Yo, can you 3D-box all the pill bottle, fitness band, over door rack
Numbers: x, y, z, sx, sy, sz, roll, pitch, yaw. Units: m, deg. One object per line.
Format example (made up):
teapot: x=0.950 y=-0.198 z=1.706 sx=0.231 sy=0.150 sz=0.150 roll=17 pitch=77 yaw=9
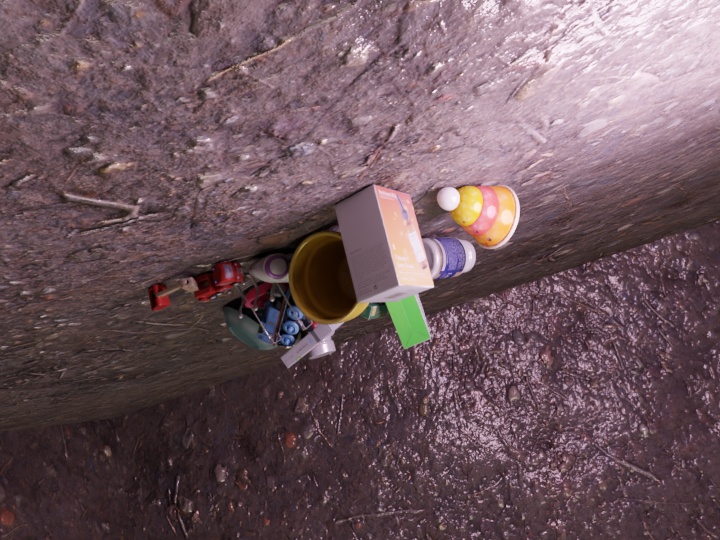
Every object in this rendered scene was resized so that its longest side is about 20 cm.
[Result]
pill bottle: x=0.238 y=-0.037 z=1.757 sx=0.196 sy=0.119 sz=0.114 roll=-5 pitch=164 yaw=-43
pill bottle: x=-0.143 y=0.163 z=1.903 sx=0.116 sy=0.206 sz=0.120 roll=-16 pitch=169 yaw=-3
fitness band: x=-0.247 y=0.066 z=1.737 sx=0.141 sy=0.039 sz=0.198 roll=-24 pitch=167 yaw=27
over door rack: x=-0.234 y=0.098 z=1.535 sx=0.145 sy=0.202 sz=0.067 roll=-24 pitch=-159 yaw=38

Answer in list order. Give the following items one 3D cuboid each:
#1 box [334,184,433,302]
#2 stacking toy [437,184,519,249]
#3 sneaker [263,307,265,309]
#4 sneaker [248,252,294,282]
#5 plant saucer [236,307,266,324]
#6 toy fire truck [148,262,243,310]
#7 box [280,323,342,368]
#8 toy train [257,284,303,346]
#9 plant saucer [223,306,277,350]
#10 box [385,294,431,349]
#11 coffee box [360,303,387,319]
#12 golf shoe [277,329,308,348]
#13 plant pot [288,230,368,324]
box: x=0.049 y=-0.049 z=1.233 sx=0.104 sy=0.207 sz=0.150 roll=-21 pitch=167 yaw=32
stacking toy: x=0.244 y=-0.140 z=1.364 sx=0.195 sy=0.151 sz=0.145 roll=14 pitch=153 yaw=-32
sneaker: x=-0.239 y=0.142 z=1.811 sx=0.083 sy=0.076 sz=0.199 roll=-34 pitch=-160 yaw=-16
sneaker: x=-0.178 y=-0.010 z=1.458 sx=0.098 sy=0.078 sz=0.197 roll=-7 pitch=173 yaw=41
plant saucer: x=-0.298 y=0.140 z=1.788 sx=0.197 sy=0.070 sz=0.019 roll=-3 pitch=-138 yaw=49
toy fire truck: x=-0.375 y=0.034 z=1.388 sx=0.197 sy=0.050 sz=0.139 roll=-26 pitch=165 yaw=35
box: x=-0.115 y=0.176 z=1.682 sx=0.199 sy=0.042 sz=0.155 roll=-40 pitch=177 yaw=30
toy train: x=-0.209 y=0.120 z=1.638 sx=0.111 sy=0.088 sz=0.204 roll=19 pitch=130 yaw=0
plant saucer: x=-0.335 y=0.185 z=1.808 sx=0.039 sy=0.198 sz=0.201 roll=-56 pitch=-176 yaw=-22
box: x=0.134 y=0.096 z=1.850 sx=0.094 sy=0.205 sz=0.177 roll=-21 pitch=-160 yaw=6
coffee box: x=-0.024 y=0.091 z=1.853 sx=0.195 sy=0.045 sz=0.122 roll=21 pitch=-170 yaw=25
golf shoe: x=-0.236 y=0.186 z=1.859 sx=0.086 sy=0.080 sz=0.197 roll=-18 pitch=-161 yaw=-35
plant pot: x=-0.038 y=0.013 z=1.416 sx=0.196 sy=0.207 sz=0.187 roll=-22 pitch=173 yaw=25
